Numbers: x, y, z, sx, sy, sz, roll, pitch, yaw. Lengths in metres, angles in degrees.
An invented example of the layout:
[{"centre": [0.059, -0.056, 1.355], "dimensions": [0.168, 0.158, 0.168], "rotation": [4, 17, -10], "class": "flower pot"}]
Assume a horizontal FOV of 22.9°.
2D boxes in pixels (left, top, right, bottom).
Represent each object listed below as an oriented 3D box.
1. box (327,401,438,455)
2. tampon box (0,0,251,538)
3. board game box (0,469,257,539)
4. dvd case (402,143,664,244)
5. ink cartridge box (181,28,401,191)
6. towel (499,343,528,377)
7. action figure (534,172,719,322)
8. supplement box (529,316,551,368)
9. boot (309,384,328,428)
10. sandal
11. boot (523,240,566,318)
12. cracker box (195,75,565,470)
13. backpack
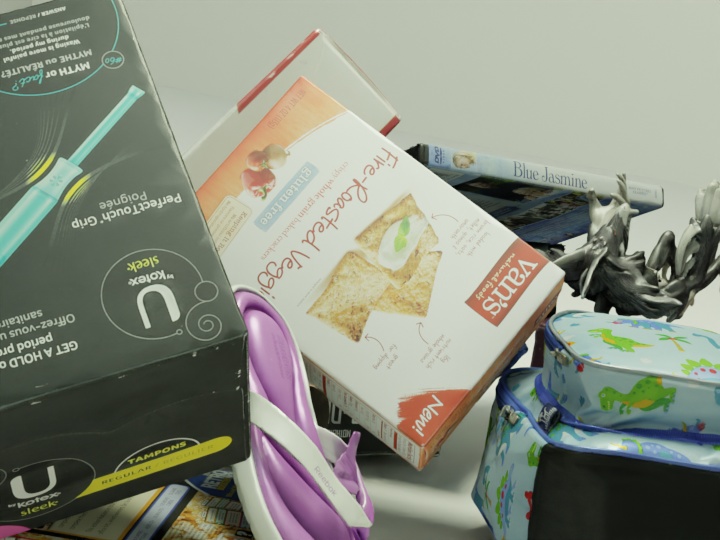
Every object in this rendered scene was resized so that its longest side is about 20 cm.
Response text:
[{"centre": [-0.054, 0.072, 1.213], "dimensions": [0.157, 0.050, 0.200], "rotation": [2, 12, -26], "class": "box"}, {"centre": [-0.150, -0.001, 0.817], "dimensions": [0.149, 0.126, 0.201], "rotation": [-16, 61, -13], "class": "tampon box"}, {"centre": [-0.140, 0.131, 0.887], "dimensions": [0.199, 0.047, 0.152], "rotation": [9, 11, 7], "class": "board game box"}, {"centre": [0.088, -0.049, 1.229], "dimensions": [0.199, 0.018, 0.142], "rotation": [8, -14, -29], "class": "dvd case"}, {"centre": [-0.072, -0.065, 1.186], "dimensions": [0.083, 0.147, 0.200], "rotation": [46, -14, -6], "class": "ink cartridge box"}, {"centre": [0.004, 0.041, 1.182], "dimensions": [0.199, 0.024, 0.147], "rotation": [13, 9, 13], "class": "towel"}, {"centre": [0.190, -0.014, 1.151], "dimensions": [0.118, 0.103, 0.200], "rotation": [15, 4, 38], "class": "action figure"}, {"centre": [0.207, 0.100, 1.127], "dimensions": [0.199, 0.111, 0.086], "rotation": [12, 10, 24], "class": "supplement box"}, {"centre": [-0.141, 0.049, 1.004], "dimensions": [0.186, 0.065, 0.200], "rotation": [21, 0, -39], "class": "boot"}, {"centre": [-0.027, 0.087, 0.874], "dimensions": [0.082, 0.050, 0.203], "rotation": [17, 43, -53], "class": "sandal"}, {"centre": [0.053, 0.001, 1.182], "dimensions": [0.162, 0.074, 0.198], "rotation": [9, 2, 6], "class": "boot"}, {"centre": [0.000, 0.000, 1.031], "dimensions": [0.200, 0.134, 0.058], "rotation": [37, -16, 12], "class": "cracker box"}, {"centre": [0.160, 0.102, 0.987], "dimensions": [0.182, 0.148, 0.200], "rotation": [9, 6, -12], "class": "backpack"}]
